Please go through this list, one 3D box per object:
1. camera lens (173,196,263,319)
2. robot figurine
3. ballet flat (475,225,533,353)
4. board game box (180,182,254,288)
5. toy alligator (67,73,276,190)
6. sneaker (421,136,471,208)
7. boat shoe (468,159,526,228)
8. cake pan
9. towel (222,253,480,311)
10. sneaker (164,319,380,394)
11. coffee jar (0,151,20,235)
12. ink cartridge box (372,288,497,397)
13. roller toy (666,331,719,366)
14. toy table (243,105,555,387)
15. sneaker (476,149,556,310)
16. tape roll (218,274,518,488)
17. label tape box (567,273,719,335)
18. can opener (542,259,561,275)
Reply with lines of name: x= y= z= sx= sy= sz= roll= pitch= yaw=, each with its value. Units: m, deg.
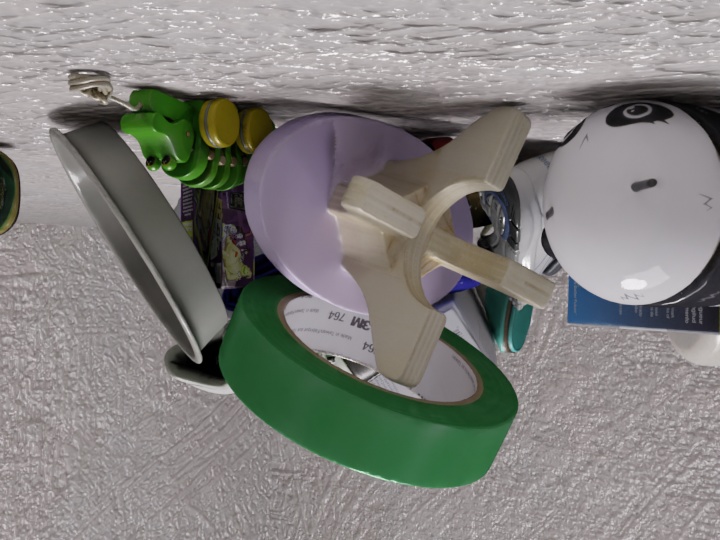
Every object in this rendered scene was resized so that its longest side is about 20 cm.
camera lens: x=-0.071 y=-0.025 z=1.155 sx=0.160 sy=0.160 sz=0.200 roll=1 pitch=180 yaw=21
robot figurine: x=0.201 y=-0.041 z=0.735 sx=0.200 sy=0.150 sz=0.125 roll=0 pitch=-146 yaw=-40
ballet flat: x=0.147 y=-0.009 z=1.191 sx=0.070 sy=0.200 sz=0.067 roll=9 pitch=155 yaw=25
board game box: x=-0.113 y=-0.047 z=0.931 sx=0.032 sy=0.120 sz=0.200 roll=-4 pitch=-178 yaw=-16
toy alligator: x=-0.112 y=-0.080 z=0.748 sx=0.059 sy=0.054 sz=0.200 roll=1 pitch=180 yaw=28
sneaker: x=0.011 y=-0.069 z=0.968 sx=0.098 sy=0.071 sz=0.200 roll=1 pitch=178 yaw=-19
boat shoe: x=0.130 y=-0.076 z=1.075 sx=0.201 sy=0.063 sz=0.073 roll=-5 pitch=148 yaw=-38
cake pan: x=-0.158 y=-0.025 z=0.881 sx=0.037 sy=0.200 sz=0.200 roll=-33 pitch=-171 yaw=-14
towel: x=0.000 y=0.000 z=0.999 sx=0.148 sy=0.050 sz=0.200 roll=-16 pitch=168 yaw=34
sneaker: x=-0.062 y=0.064 z=0.943 sx=0.200 sy=0.074 sz=0.089 roll=-15 pitch=170 yaw=23
coffee jar: x=-0.352 y=-0.070 z=1.014 sx=0.104 sy=0.085 sz=0.200 roll=1 pitch=180 yaw=-2
ink cartridge box: x=0.034 y=0.079 z=1.152 sx=0.176 sy=0.084 sz=0.200 roll=-29 pitch=-171 yaw=11
roller toy: x=0.365 y=-0.001 z=1.116 sx=0.140 sy=0.200 sz=0.182 roll=1 pitch=174 yaw=-4
toy table: x=0.033 y=-0.026 z=0.787 sx=0.200 sy=0.184 sz=0.117 roll=10 pitch=-172 yaw=-40
sneaker: x=0.150 y=-0.031 z=1.025 sx=0.087 sy=0.075 sz=0.200 roll=-27 pitch=156 yaw=-10
tape roll: x=0.006 y=0.070 z=0.815 sx=0.200 sy=0.048 sz=0.200 roll=20 pitch=-163 yaw=-7
label tape box: x=0.249 y=-0.026 z=0.888 sx=0.066 sy=0.143 sz=0.200 roll=2 pitch=180 yaw=-43
can opener: x=0.204 y=-0.036 z=1.061 sx=0.053 sy=0.067 sz=0.200 roll=-14 pitch=158 yaw=-30
